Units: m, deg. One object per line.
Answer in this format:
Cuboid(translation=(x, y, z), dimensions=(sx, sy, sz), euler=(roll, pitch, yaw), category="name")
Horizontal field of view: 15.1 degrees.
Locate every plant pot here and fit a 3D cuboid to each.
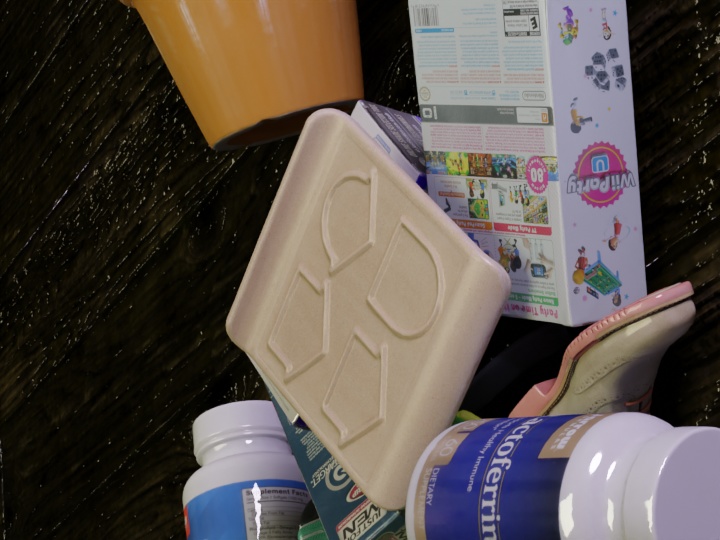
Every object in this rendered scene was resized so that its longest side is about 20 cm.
Cuboid(translation=(-0.080, -0.198, 2.076), dimensions=(0.200, 0.199, 0.184), euler=(-28, 78, 65), category="plant pot")

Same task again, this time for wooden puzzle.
Cuboid(translation=(0.009, 0.023, 1.726), dimensions=(0.200, 0.046, 0.186), euler=(44, 123, 38), category="wooden puzzle")

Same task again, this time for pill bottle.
Cuboid(translation=(0.129, 0.139, 1.546), dimensions=(0.199, 0.115, 0.117), euler=(-7, 81, 49), category="pill bottle")
Cuboid(translation=(-0.081, 0.210, 2.111), dimensions=(0.112, 0.111, 0.201), euler=(128, 139, -55), category="pill bottle")

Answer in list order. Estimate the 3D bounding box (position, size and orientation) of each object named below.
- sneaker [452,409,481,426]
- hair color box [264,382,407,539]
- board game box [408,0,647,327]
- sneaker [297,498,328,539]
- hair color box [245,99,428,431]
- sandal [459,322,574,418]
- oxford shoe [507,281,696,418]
Cuboid(translation=(0.072, 0.155, 1.701), dimensions=(0.200, 0.083, 0.074), euler=(41, 147, 39), category="sneaker")
Cuboid(translation=(0.007, 0.143, 1.900), dimensions=(0.060, 0.100, 0.200), euler=(-42, 39, 13), category="hair color box")
Cuboid(translation=(0.103, -0.073, 1.666), dimensions=(0.147, 0.064, 0.202), euler=(8, 105, 58), category="board game box")
Cuboid(translation=(0.002, 0.237, 1.965), dimensions=(0.200, 0.074, 0.088), euler=(-107, 5, -60), category="sneaker")
Cuboid(translation=(0.000, 0.000, 1.839), dimensions=(0.201, 0.064, 0.109), euler=(-64, 34, 20), category="hair color box")
Cuboid(translation=(0.082, 0.098, 1.778), dimensions=(0.043, 0.076, 0.200), euler=(57, 149, 11), category="sandal")
Cuboid(translation=(0.157, 0.073, 1.616), dimensions=(0.074, 0.070, 0.200), euler=(60, 150, 17), category="oxford shoe")
